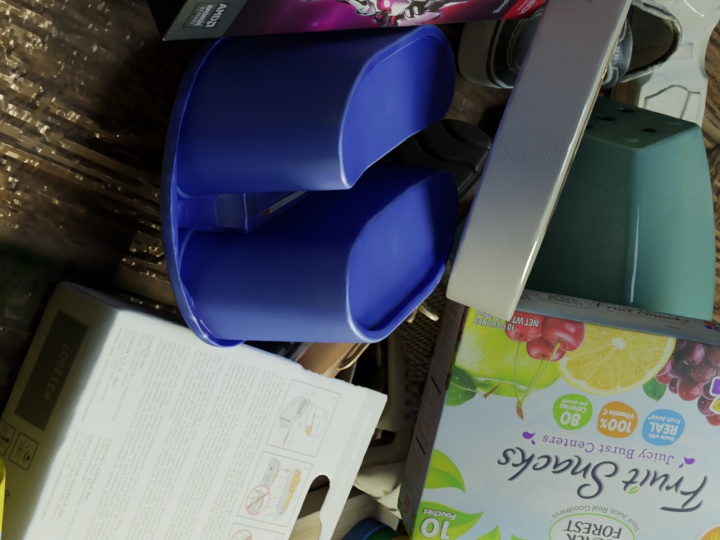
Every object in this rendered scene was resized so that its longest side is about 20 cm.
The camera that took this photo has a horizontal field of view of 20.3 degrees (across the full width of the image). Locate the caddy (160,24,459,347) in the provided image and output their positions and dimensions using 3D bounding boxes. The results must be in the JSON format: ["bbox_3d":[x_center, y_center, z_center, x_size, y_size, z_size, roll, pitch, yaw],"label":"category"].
[{"bbox_3d":[-0.028,-0.044,0.914,0.200,0.105,0.142,-40,131,-63],"label":"caddy"}]

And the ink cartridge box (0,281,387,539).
[{"bbox_3d":[-0.091,0.106,0.942,0.200,0.057,0.163,21,92,-54],"label":"ink cartridge box"}]

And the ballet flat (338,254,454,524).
[{"bbox_3d":[0.022,0.081,1.148,0.075,0.068,0.200,-12,114,-19],"label":"ballet flat"}]

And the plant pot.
[{"bbox_3d":[0.133,0.002,1.213,0.141,0.141,0.200,-21,125,-54],"label":"plant pot"}]

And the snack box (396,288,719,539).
[{"bbox_3d":[0.133,0.092,1.116,0.053,0.200,0.143,-119,-140,-69],"label":"snack box"}]

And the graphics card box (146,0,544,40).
[{"bbox_3d":[0.018,-0.153,0.834,0.200,0.051,0.125,-7,155,-33],"label":"graphics card box"}]

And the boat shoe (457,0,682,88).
[{"bbox_3d":[0.127,-0.139,1.162,0.200,0.064,0.071,-19,127,-55],"label":"boat shoe"}]

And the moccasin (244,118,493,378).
[{"bbox_3d":[0.001,0.001,1.038,0.201,0.074,0.078,-54,155,-23],"label":"moccasin"}]

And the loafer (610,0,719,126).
[{"bbox_3d":[0.194,-0.166,1.285,0.072,0.063,0.200,0,113,-25],"label":"loafer"}]

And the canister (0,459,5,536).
[{"bbox_3d":[-0.208,0.172,0.786,0.148,0.086,0.200,-28,133,-51],"label":"canister"}]

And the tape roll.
[{"bbox_3d":[0.093,-0.074,1.001,0.203,0.037,0.203,21,90,-85],"label":"tape roll"}]

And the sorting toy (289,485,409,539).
[{"bbox_3d":[-0.032,0.234,1.171,0.200,0.070,0.199,-12,121,-58],"label":"sorting toy"}]
